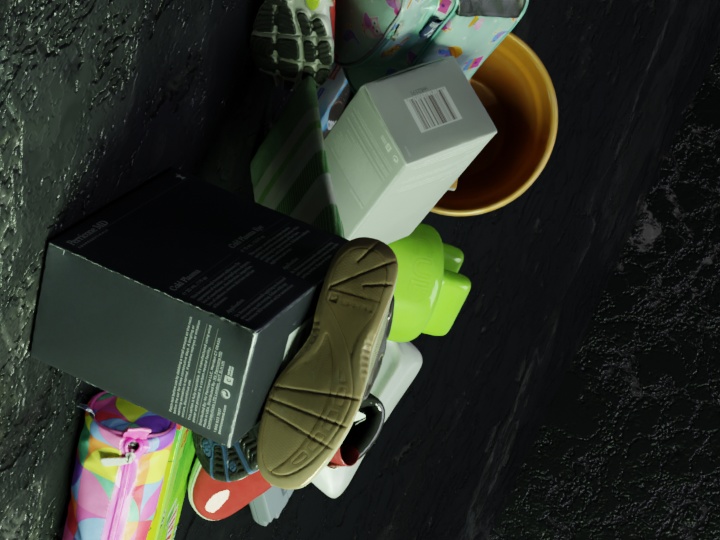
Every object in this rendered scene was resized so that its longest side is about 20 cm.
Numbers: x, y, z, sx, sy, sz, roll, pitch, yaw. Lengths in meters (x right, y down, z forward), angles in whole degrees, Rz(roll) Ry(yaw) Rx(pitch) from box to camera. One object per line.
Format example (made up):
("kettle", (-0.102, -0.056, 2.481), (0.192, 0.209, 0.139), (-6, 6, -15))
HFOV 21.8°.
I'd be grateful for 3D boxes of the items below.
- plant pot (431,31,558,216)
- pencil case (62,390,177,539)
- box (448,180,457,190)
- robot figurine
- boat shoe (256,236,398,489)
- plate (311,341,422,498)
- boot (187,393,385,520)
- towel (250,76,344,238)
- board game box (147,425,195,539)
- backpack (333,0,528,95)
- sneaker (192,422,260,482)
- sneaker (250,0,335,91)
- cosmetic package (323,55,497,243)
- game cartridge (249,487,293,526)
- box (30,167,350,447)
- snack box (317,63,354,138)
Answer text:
("plant pot", (0.103, -0.157, 1.982), (0.183, 0.199, 0.202), (-17, 129, -89))
("pencil case", (-0.211, 0.197, 1.588), (0.088, 0.088, 0.201), (-38, 146, -59))
("box", (0.054, -0.184, 1.821), (0.124, 0.097, 0.202), (-14, 112, -80))
("robot figurine", (0.000, 0.000, 1.755), (0.176, 0.198, 0.116), (-101, -150, -48))
("boat shoe", (-0.018, 0.075, 1.425), (0.065, 0.071, 0.201), (45, 64, -68))
("plate", (-0.043, 0.084, 1.802), (0.032, 0.200, 0.200), (-33, -163, 51))
("boot", (-0.068, 0.167, 1.673), (0.200, 0.072, 0.144), (-44, -153, 2))
("towel", (-0.051, -0.042, 1.615), (0.153, 0.023, 0.201), (129, -44, -54))
("board game box", (-0.183, 0.178, 1.678), (0.102, 0.047, 0.201), (-62, 169, -67))
("backpack", (0.040, -0.241, 1.647), (0.152, 0.177, 0.200), (-9, 152, -26))
("sneaker", (-0.070, 0.124, 1.618), (0.200, 0.076, 0.077), (-34, 165, 37))
("sneaker", (-0.044, -0.239, 1.583), (0.201, 0.076, 0.085), (98, 13, -45))
("cosmetic package", (0.022, -0.091, 1.622), (0.106, 0.091, 0.200), (-22, 167, -33))
("game cartridge", (-0.073, 0.174, 2.085), (0.201, 0.041, 0.134), (-60, 158, -26))
("box", (-0.125, 0.023, 1.461), (0.200, 0.181, 0.105), (-38, 148, -58))
("snack box", (-0.037, -0.108, 1.830), (0.117, 0.037, 0.200), (-60, 162, -25))
